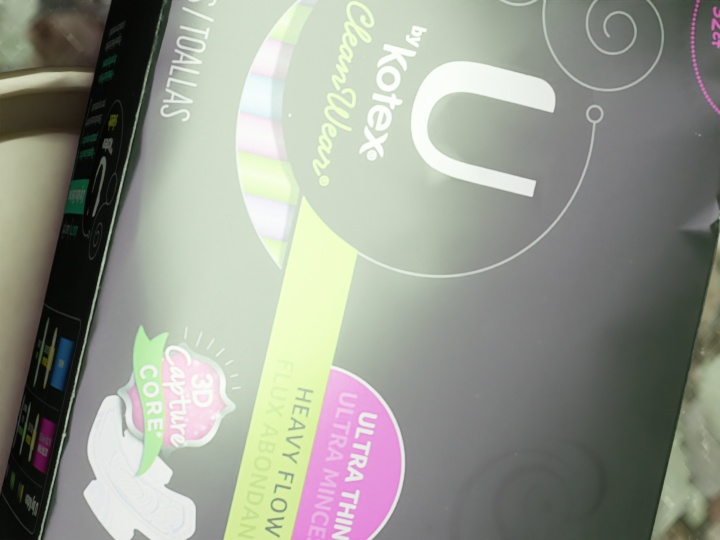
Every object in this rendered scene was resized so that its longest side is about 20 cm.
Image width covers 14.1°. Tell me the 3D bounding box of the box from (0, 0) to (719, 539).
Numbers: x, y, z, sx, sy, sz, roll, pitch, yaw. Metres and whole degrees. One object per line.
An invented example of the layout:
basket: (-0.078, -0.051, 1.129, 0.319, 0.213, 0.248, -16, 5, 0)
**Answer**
box: (0.000, 0.000, 0.731, 0.148, 0.124, 0.201, 13, 89, -11)

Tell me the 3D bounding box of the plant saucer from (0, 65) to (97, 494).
plant saucer: (-0.079, 0.045, 0.793, 0.199, 0.029, 0.202, 0, 92, -10)
